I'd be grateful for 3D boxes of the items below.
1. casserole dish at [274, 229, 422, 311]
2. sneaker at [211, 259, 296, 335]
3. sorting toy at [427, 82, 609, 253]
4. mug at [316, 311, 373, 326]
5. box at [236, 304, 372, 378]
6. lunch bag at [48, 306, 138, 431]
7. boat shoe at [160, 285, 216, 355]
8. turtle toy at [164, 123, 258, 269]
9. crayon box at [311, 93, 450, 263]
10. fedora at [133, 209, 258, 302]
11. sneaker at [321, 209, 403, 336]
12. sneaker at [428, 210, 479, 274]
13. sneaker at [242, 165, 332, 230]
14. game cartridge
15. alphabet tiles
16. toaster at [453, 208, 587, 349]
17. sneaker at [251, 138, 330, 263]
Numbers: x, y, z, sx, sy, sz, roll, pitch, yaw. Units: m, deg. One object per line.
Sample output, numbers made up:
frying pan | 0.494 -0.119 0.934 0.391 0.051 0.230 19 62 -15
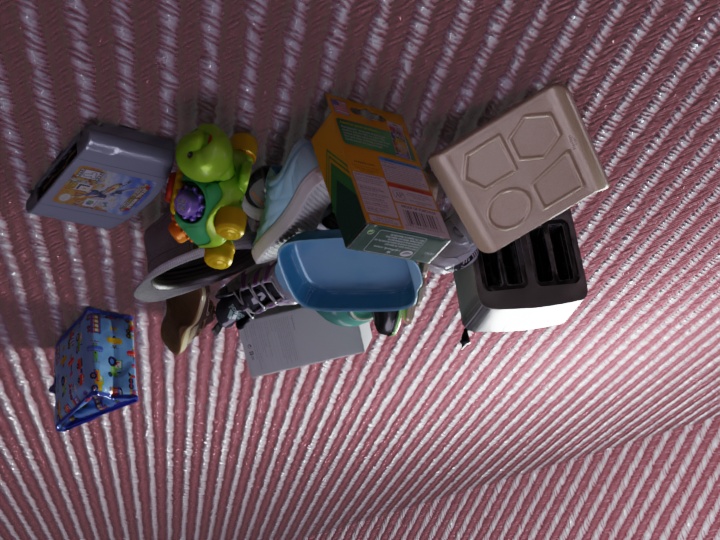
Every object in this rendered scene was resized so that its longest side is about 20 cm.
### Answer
casserole dish | -0.013 -0.004 1.302 0.197 0.039 0.122 -1 131 23
sneaker | -0.152 0.044 1.456 0.139 0.078 0.200 -38 -170 -15
sorting toy | 0.208 -0.133 1.354 0.198 0.037 0.186 -28 127 11
mug | -0.024 0.007 1.492 0.183 0.114 0.154 -12 131 -35
box | -0.090 0.100 1.725 0.197 0.099 0.124 -13 -174 8
lunch bag | -0.470 0.174 1.737 0.199 0.153 0.093 -29 150 37
boat shoe | -0.273 0.064 1.691 0.072 0.072 0.201 -30 159 -36
turtle toy | -0.185 -0.104 1.259 0.100 0.148 0.200 12 150 -12
crayon box | 0.019 -0.109 1.226 0.124 0.202 0.052 10 139 -36
fedora | -0.229 -0.037 1.418 0.198 0.091 0.177 -22 168 6
sneaker | 0.000 0.000 1.388 0.083 0.202 0.077 -25 -162 -14
sneaker | 0.164 -0.082 1.449 0.199 0.075 0.115 -35 156 -20
sneaker | -0.061 -0.101 1.382 0.197 0.075 0.080 2 148 -23
game cartridge | -0.323 -0.114 1.303 0.132 0.042 0.199 15 147 -35
alphabet tiles | 0.079 -0.033 1.423 0.014 0.203 0.196 8 -165 -4
toaster | 0.232 0.000 1.557 0.178 0.203 0.119 -4 160 -9
sneaker | -0.092 -0.090 1.313 0.073 0.083 0.200 -12 154 -43
